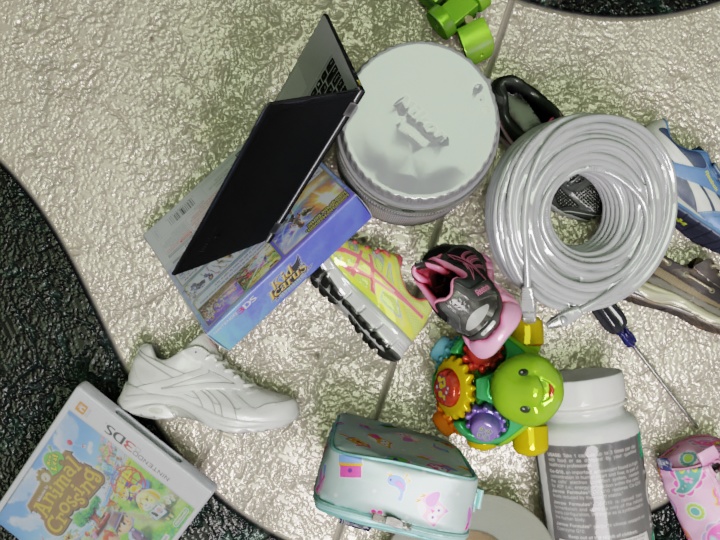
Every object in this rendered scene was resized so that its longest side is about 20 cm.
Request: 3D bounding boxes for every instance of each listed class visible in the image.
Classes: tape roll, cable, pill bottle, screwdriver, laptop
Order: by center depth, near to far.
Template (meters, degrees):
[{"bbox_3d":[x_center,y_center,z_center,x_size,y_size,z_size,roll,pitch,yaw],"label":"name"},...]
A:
[{"bbox_3d":[-0.094,-0.119,0.719,0.115,0.201,0.188,13,130,-33],"label":"laptop"},{"bbox_3d":[0.107,0.320,0.811,0.201,0.203,0.037,-26,123,-1],"label":"tape roll"},{"bbox_3d":[0.225,-0.058,0.817,0.198,0.069,0.202,-17,101,-10],"label":"cable"},{"bbox_3d":[0.244,0.211,0.851,0.112,0.113,0.202,-7,89,-1],"label":"pill bottle"},{"bbox_3d":[0.316,0.097,0.902,0.028,0.029,0.201,-38,93,-2],"label":"screwdriver"}]

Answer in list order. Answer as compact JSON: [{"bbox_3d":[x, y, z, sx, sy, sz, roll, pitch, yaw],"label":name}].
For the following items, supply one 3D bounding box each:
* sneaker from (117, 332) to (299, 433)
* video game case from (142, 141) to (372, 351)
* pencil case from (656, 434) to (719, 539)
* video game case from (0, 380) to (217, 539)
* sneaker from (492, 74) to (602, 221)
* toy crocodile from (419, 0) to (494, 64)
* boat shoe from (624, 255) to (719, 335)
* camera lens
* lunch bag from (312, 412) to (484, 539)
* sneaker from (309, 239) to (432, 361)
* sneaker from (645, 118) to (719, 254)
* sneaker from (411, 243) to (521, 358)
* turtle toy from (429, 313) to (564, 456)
[{"bbox_3d":[-0.161,0.120,0.870,0.198,0.078,0.100,9,85,-1],"label":"sneaker"},{"bbox_3d":[-0.113,-0.045,0.839,0.200,0.045,0.181,-43,49,-1],"label":"video game case"},{"bbox_3d":[0.396,0.279,0.866,0.087,0.087,0.201,-23,90,-1],"label":"pencil case"},{"bbox_3d":[-0.279,0.249,0.863,0.182,0.022,0.201,38,106,1],"label":"video game case"},{"bbox_3d":[0.204,-0.133,0.873,0.200,0.086,0.080,41,90,0],"label":"sneaker"},{"bbox_3d":[0.082,-0.318,0.896,0.067,0.062,0.200,-39,85,-1],"label":"toy crocodile"},{"bbox_3d":[0.369,0.020,0.878,0.198,0.074,0.074,21,89,-1],"label":"boat shoe"},{"bbox_3d":[0.052,-0.131,0.815,0.158,0.200,0.162,0,89,0],"label":"camera lens"},{"bbox_3d":[0.038,0.208,0.805,0.159,0.200,0.078,16,90,1],"label":"lunch bag"},{"bbox_3d":[0.000,0.000,0.881,0.090,0.078,0.200,-41,90,-17],"label":"sneaker"},{"bbox_3d":[0.373,-0.087,0.882,0.200,0.074,0.082,40,86,0],"label":"sneaker"},{"bbox_3d":[0.089,0.008,0.811,0.095,0.200,0.079,31,100,-20],"label":"sneaker"},{"bbox_3d":[0.137,0.118,0.819,0.100,0.199,0.147,1,83,-31],"label":"turtle toy"}]
